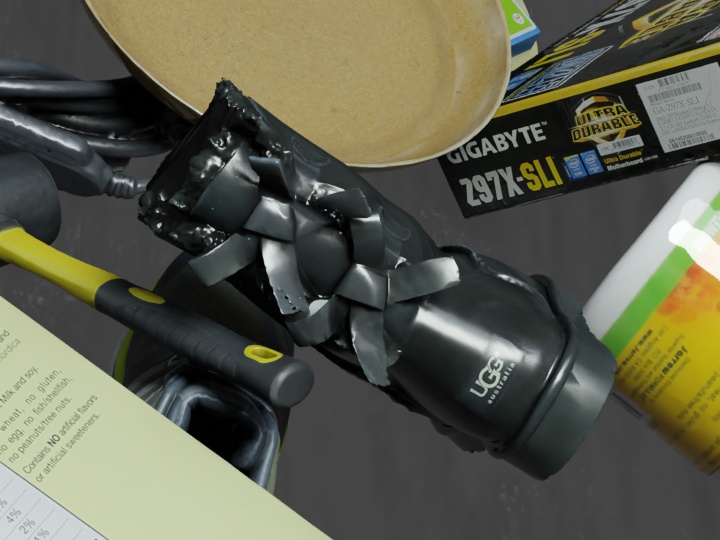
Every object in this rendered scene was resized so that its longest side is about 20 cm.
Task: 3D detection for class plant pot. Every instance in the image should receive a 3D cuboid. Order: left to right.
[{"bbox_3d":[-0.032,-0.113,0.903,0.200,0.027,0.200,15,48,-18],"label":"plant pot"}]

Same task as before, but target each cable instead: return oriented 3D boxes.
[{"bbox_3d":[-0.150,-0.114,0.883,0.200,0.051,0.163,22,43,-11],"label":"cable"}]

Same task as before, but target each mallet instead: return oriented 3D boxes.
[{"bbox_3d":[-0.084,0.003,0.761,0.200,0.041,0.066,19,30,34],"label":"mallet"}]

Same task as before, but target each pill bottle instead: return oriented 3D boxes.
[{"bbox_3d":[0.190,0.052,0.888,0.200,0.111,0.111,39,43,6],"label":"pill bottle"}]

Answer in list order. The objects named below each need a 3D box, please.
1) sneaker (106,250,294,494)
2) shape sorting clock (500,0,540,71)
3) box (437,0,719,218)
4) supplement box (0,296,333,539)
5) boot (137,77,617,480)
[{"bbox_3d":[-0.053,0.057,0.760,0.074,0.081,0.200,21,44,-13],"label":"sneaker"},{"bbox_3d":[-0.003,-0.134,0.995,0.200,0.039,0.200,19,47,-22],"label":"shape sorting clock"},{"bbox_3d":[0.146,-0.094,0.955,0.200,0.160,0.049,-36,105,-45],"label":"box"},{"bbox_3d":[-0.113,0.133,0.567,0.200,0.200,0.134,36,42,3],"label":"supplement box"},{"bbox_3d":[-0.001,0.001,0.779,0.162,0.073,0.198,33,1,-8],"label":"boot"}]
